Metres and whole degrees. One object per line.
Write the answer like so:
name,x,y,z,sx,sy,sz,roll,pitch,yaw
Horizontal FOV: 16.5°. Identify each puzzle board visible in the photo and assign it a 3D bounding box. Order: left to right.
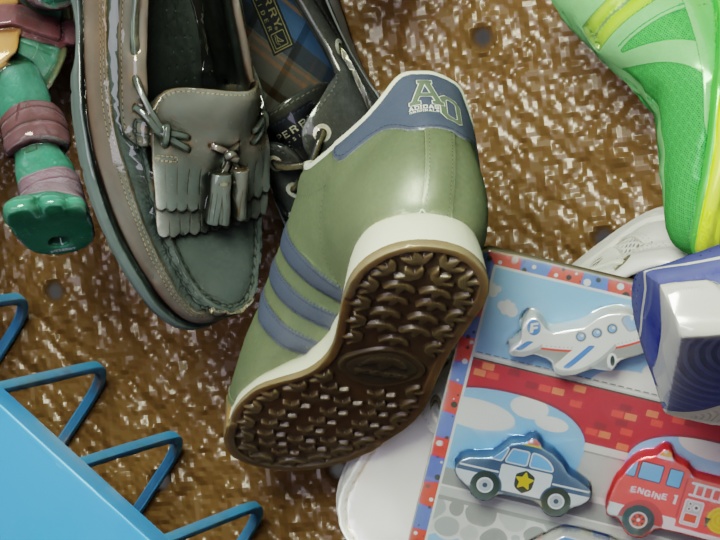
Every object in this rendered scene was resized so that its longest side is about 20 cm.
puzzle board,0.123,0.085,0.910,0.199,0.017,0.152,13,107,1

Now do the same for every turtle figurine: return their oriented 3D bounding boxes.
turtle figurine,-0.157,-0.098,0.997,0.149,0.100,0.201,-24,63,34

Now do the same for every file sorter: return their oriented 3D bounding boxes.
file sorter,-0.127,0.120,1.010,0.200,0.123,0.139,40,109,16

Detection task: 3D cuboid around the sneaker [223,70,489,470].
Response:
sneaker,0.000,0.000,0.929,0.067,0.200,0.090,10,61,-16

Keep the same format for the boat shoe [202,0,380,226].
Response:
boat shoe,-0.022,-0.059,0.984,0.068,0.057,0.201,-29,83,23

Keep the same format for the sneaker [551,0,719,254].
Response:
sneaker,0.111,-0.099,0.919,0.083,0.074,0.202,-14,78,28

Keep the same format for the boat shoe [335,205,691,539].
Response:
boat shoe,0.057,0.049,0.951,0.200,0.069,0.071,-44,84,22

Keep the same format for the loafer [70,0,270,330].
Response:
loafer,-0.069,-0.077,0.936,0.063,0.072,0.201,-8,97,43

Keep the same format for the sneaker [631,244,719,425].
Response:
sneaker,0.182,-0.021,0.869,0.198,0.081,0.116,-11,62,-10
